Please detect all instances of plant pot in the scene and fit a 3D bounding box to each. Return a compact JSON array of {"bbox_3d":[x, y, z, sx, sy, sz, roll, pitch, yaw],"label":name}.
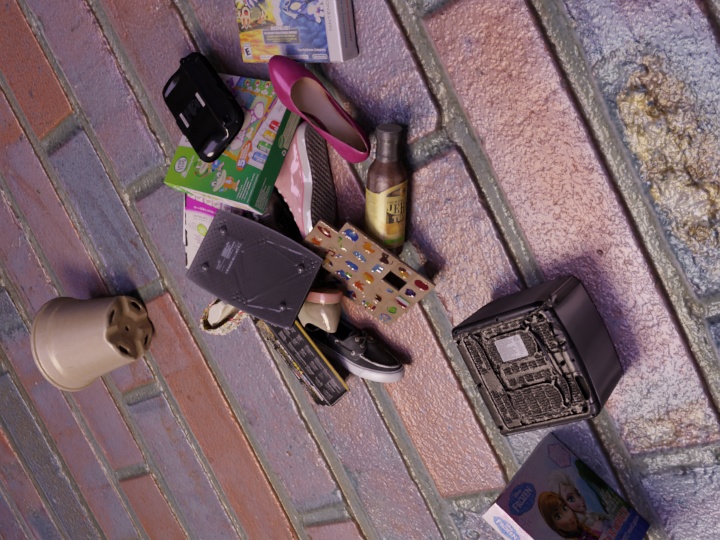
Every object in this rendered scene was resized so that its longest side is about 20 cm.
[{"bbox_3d":[-0.538,0.136,1.831,0.182,0.200,0.202,-14,103,29],"label":"plant pot"}]

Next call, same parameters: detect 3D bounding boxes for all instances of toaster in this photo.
[{"bbox_3d":[0.253,0.118,1.249,0.199,0.118,0.182,-23,97,42],"label":"toaster"}]

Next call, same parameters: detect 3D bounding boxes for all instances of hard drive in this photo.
[{"bbox_3d":[-0.166,-0.001,1.411,0.199,0.042,0.136,25,87,16],"label":"hard drive"}]

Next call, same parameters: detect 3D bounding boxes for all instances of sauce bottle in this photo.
[{"bbox_3d":[0.038,-0.118,1.333,0.064,0.065,0.202,18,123,29],"label":"sauce bottle"}]

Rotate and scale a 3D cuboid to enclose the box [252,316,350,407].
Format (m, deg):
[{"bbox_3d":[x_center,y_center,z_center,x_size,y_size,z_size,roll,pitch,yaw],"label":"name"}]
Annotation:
[{"bbox_3d":[-0.105,0.142,1.523,0.201,0.049,0.160,52,166,0],"label":"box"}]

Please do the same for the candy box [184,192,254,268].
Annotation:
[{"bbox_3d":[-0.231,-0.080,1.517,0.135,0.061,0.202,22,123,25],"label":"candy box"}]

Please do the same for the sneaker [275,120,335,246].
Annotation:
[{"bbox_3d":[-0.104,-0.137,1.425,0.104,0.075,0.203,1,105,32],"label":"sneaker"}]

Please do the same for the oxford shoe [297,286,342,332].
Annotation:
[{"bbox_3d":[-0.096,0.063,1.485,0.199,0.070,0.075,7,99,62],"label":"oxford shoe"}]

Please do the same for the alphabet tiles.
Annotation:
[{"bbox_3d":[0.000,0.000,1.391,0.199,0.008,0.167,36,146,-7],"label":"alphabet tiles"}]

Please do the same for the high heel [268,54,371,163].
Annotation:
[{"bbox_3d":[-0.060,-0.239,1.303,0.201,0.067,0.096,54,170,-11],"label":"high heel"}]

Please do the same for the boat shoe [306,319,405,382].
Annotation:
[{"bbox_3d":[-0.011,0.125,1.490,0.199,0.068,0.057,24,124,29],"label":"boat shoe"}]

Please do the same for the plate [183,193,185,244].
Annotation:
[{"bbox_3d":[-0.230,-0.102,1.568,0.198,0.032,0.202,24,124,27],"label":"plate"}]

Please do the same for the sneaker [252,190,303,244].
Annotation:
[{"bbox_3d":[-0.117,-0.055,1.473,0.090,0.067,0.201,7,133,24],"label":"sneaker"}]

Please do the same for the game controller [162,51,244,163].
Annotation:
[{"bbox_3d":[-0.253,-0.262,1.415,0.105,0.042,0.201,-52,52,24],"label":"game controller"}]

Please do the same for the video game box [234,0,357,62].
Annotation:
[{"bbox_3d":[-0.103,-0.403,1.315,0.198,0.047,0.184,8,114,34],"label":"video game box"}]

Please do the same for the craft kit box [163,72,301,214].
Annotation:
[{"bbox_3d":[-0.198,-0.206,1.402,0.196,0.048,0.202,15,82,38],"label":"craft kit box"}]

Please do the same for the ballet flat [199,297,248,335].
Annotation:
[{"bbox_3d":[-0.202,0.043,1.475,0.076,0.064,0.200,49,121,17],"label":"ballet flat"}]

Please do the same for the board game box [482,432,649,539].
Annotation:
[{"bbox_3d":[0.300,0.360,1.279,0.199,0.200,0.041,42,129,12],"label":"board game box"}]
